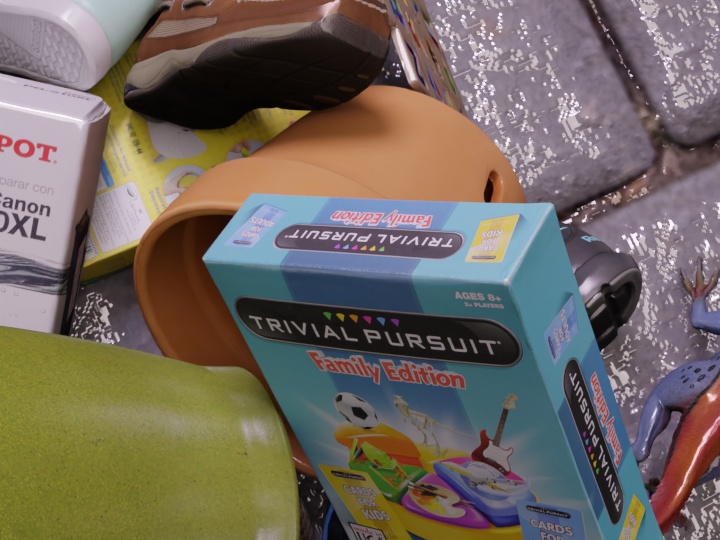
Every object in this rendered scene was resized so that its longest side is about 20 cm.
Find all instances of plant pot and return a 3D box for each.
[{"bbox_3d":[-0.136,0.114,0.625,0.190,0.200,0.204,0,77,-29],"label":"plant pot"},{"bbox_3d":[0.000,0.000,0.722,0.199,0.201,0.141,35,53,1],"label":"plant pot"}]

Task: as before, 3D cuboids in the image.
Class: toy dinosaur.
[{"bbox_3d":[0.229,0.069,0.778,0.105,0.200,0.181,43,107,-13],"label":"toy dinosaur"}]

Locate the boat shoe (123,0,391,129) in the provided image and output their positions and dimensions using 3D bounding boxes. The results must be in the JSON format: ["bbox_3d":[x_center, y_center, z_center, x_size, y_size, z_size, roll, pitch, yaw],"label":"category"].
[{"bbox_3d":[-0.059,-0.124,0.705,0.075,0.199,0.075,19,77,-37],"label":"boat shoe"}]

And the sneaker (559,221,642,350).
[{"bbox_3d":[0.073,0.051,0.805,0.199,0.076,0.079,-41,56,-8],"label":"sneaker"}]

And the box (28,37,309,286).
[{"bbox_3d":[-0.095,-0.085,0.812,0.198,0.048,0.119,-23,81,-10],"label":"box"}]

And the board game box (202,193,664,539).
[{"bbox_3d":[0.036,0.061,0.602,0.047,0.149,0.201,-55,134,-36],"label":"board game box"}]

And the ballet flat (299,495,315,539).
[{"bbox_3d":[-0.036,0.212,0.756,0.067,0.046,0.203,-15,80,22],"label":"ballet flat"}]

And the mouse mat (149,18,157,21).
[{"bbox_3d":[-0.155,-0.247,0.851,0.158,0.008,0.203,-4,77,-4],"label":"mouse mat"}]

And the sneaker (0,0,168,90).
[{"bbox_3d":[-0.194,-0.173,0.801,0.198,0.074,0.118,21,49,24],"label":"sneaker"}]

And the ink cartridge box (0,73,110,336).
[{"bbox_3d":[-0.221,-0.002,0.719,0.143,0.084,0.203,12,101,-5],"label":"ink cartridge box"}]

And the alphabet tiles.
[{"bbox_3d":[0.013,-0.164,0.763,0.007,0.200,0.169,-23,70,14],"label":"alphabet tiles"}]

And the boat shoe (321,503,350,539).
[{"bbox_3d":[0.077,0.168,0.758,0.197,0.069,0.086,5,85,-17],"label":"boat shoe"}]
